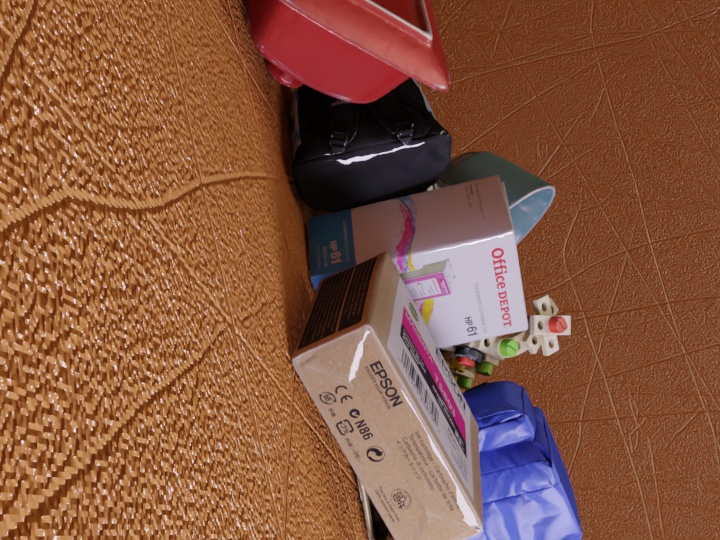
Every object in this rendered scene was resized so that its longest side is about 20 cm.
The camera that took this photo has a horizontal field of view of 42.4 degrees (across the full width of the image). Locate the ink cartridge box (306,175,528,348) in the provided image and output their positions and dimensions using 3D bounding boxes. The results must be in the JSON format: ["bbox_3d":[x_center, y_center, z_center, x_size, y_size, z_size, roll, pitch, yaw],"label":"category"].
[{"bbox_3d":[0.060,0.004,0.924,0.146,0.197,0.085,71,8,-45],"label":"ink cartridge box"}]

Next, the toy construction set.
[{"bbox_3d":[0.133,0.084,1.034,0.130,0.199,0.093,25,59,-36],"label":"toy construction set"}]

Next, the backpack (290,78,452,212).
[{"bbox_3d":[-0.003,-0.150,0.966,0.155,0.161,0.202,83,-8,-53],"label":"backpack"}]

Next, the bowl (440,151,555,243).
[{"bbox_3d":[0.132,-0.069,1.152,0.105,0.200,0.201,49,-2,16],"label":"bowl"}]

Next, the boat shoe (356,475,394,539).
[{"bbox_3d":[0.036,0.253,0.860,0.202,0.071,0.076,67,15,0],"label":"boat shoe"}]

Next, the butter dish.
[{"bbox_3d":[-0.035,-0.229,0.853,0.198,0.148,0.202,20,45,-31],"label":"butter dish"}]

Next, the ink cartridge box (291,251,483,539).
[{"bbox_3d":[0.030,0.107,0.781,0.202,0.074,0.165,61,16,-16],"label":"ink cartridge box"}]

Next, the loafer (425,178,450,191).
[{"bbox_3d":[0.029,-0.104,1.074,0.199,0.062,0.073,31,-65,46],"label":"loafer"}]

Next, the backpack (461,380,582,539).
[{"bbox_3d":[0.111,0.220,0.977,0.162,0.198,0.170,-33,100,-78],"label":"backpack"}]
